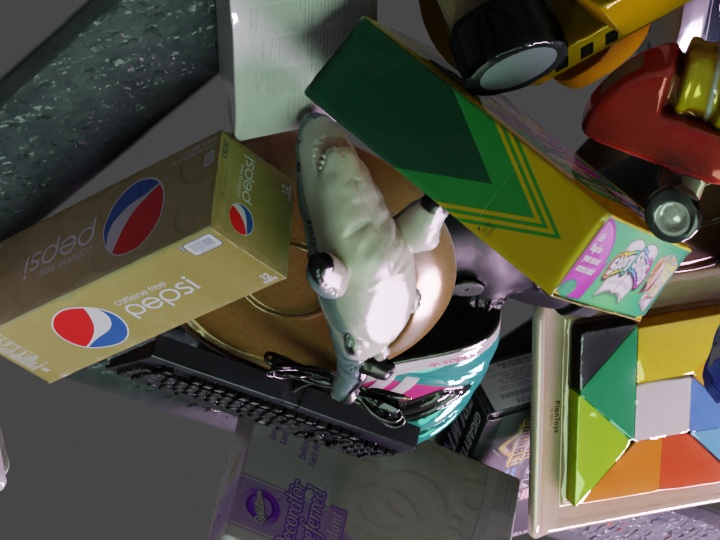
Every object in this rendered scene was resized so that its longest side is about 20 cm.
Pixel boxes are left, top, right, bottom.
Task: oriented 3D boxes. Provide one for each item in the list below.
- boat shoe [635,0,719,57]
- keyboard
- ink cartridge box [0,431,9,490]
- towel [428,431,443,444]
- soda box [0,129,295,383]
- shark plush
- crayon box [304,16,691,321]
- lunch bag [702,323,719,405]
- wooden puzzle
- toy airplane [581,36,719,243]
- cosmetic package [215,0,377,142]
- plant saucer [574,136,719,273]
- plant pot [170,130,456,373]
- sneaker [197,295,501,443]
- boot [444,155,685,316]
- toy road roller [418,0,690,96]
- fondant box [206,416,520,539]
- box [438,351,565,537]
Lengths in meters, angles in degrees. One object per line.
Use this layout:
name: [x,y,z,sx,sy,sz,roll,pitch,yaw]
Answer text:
boat shoe: [0.211,-0.139,1.353,0.090,0.071,0.200,-10,154,-3]
keyboard: [-0.049,0.081,1.463,0.199,0.021,0.127,20,155,-28]
ink cartridge box: [-0.285,0.038,1.307,0.084,0.145,0.200,-23,147,8]
towel: [0.019,0.130,1.711,0.149,0.031,0.200,-4,143,-25]
soda box: [-0.132,-0.005,1.340,0.199,0.068,0.064,-23,138,35]
shark plush: [0.000,0.000,1.335,0.091,0.083,0.200,-36,146,-14]
crayon box: [0.080,-0.051,1.268,0.058,0.172,0.200,-52,161,9]
lunch bag: [0.326,0.008,1.528,0.200,0.124,0.170,-22,155,-43]
wooden puzzle: [0.207,0.089,1.620,0.199,0.037,0.186,-10,113,-23]
toy airplane: [0.239,-0.095,1.204,0.198,0.200,0.142,-20,116,-28]
cosmetic package: [-0.034,-0.152,1.231,0.082,0.051,0.200,-10,147,-9]
plant saucer: [0.224,-0.055,1.520,0.199,0.035,0.201,-13,148,-8]
plant pot: [-0.042,-0.001,1.399,0.199,0.028,0.201,5,135,6]
sneaker: [-0.004,0.067,1.553,0.199,0.084,0.121,-7,147,0]
boot: [0.091,-0.022,1.418,0.167,0.077,0.200,4,161,-17]
toy road roller: [0.123,-0.172,1.222,0.199,0.123,0.146,-28,161,16]
fondant box: [0.002,0.174,1.586,0.199,0.145,0.058,23,136,-10]
box: [0.152,0.120,1.709,0.198,0.050,0.200,-12,146,-21]
